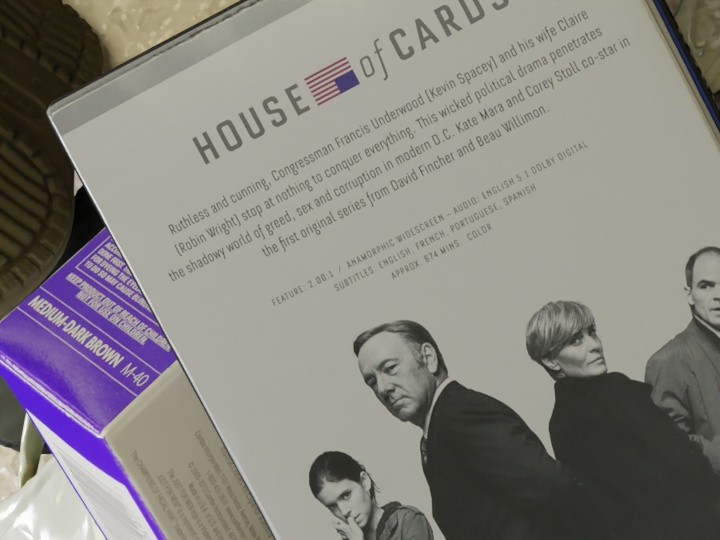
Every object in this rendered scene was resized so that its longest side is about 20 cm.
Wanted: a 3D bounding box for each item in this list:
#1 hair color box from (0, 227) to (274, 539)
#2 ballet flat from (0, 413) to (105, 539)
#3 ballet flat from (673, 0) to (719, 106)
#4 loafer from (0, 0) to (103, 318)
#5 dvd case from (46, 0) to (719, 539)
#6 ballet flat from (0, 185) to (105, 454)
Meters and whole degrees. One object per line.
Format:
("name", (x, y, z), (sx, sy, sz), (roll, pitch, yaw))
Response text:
("hair color box", (0.000, 0.000, 0.799), (0.200, 0.110, 0.065), (-42, 47, -16))
("ballet flat", (-0.057, 0.014, 0.862), (0.069, 0.069, 0.201), (34, 100, 24))
("ballet flat", (0.102, -0.036, 0.781), (0.072, 0.072, 0.200), (34, 62, 24))
("loafer", (-0.131, -0.024, 0.887), (0.076, 0.200, 0.067), (36, 120, -9))
("dvd case", (0.033, 0.013, 0.701), (0.150, 0.025, 0.201), (-26, 97, 13))
("ballet flat", (-0.057, -0.023, 0.913), (0.066, 0.057, 0.200), (43, 97, -3))
